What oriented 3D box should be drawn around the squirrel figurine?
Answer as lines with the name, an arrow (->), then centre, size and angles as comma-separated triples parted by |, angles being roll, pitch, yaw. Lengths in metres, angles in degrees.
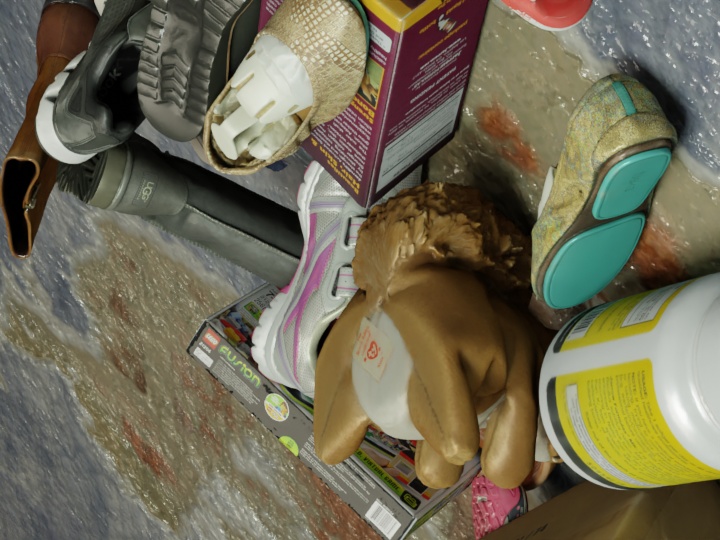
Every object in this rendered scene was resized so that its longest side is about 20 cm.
squirrel figurine -> 0.080, 0.037, 1.562 | 0.141, 0.186, 0.201 | -17, 73, 50

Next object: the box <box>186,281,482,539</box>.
box -> -0.015, 0.093, 1.739 | 0.200, 0.110, 0.035 | 42, 126, 11

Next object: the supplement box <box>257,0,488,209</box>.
supplement box -> 0.005, -0.146, 1.514 | 0.110, 0.086, 0.200 | 43, 154, 18

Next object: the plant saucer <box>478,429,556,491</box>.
plant saucer -> 0.070, 0.063, 1.744 | 0.200, 0.037, 0.201 | 41, 154, 25

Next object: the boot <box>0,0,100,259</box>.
boot -> -0.222, -0.090, 1.871 | 0.068, 0.201, 0.189 | 11, 142, -4

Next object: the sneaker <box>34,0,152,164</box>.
sneaker -> -0.137, -0.159, 1.635 | 0.066, 0.201, 0.090 | 34, 163, -30

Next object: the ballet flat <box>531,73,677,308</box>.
ballet flat -> 0.135, -0.049, 1.457 | 0.071, 0.071, 0.200 | 45, 156, 14

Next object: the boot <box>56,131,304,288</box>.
boot -> -0.105, -0.047, 1.752 | 0.199, 0.073, 0.182 | 17, -164, -21

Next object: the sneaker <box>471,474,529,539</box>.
sneaker -> 0.125, 0.204, 1.776 | 0.200, 0.074, 0.081 | 66, -167, -51

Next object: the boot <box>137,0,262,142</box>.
boot -> -0.067, -0.191, 1.567 | 0.077, 0.138, 0.200 | 37, 132, 15

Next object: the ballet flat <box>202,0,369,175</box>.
ballet flat -> -0.049, -0.103, 1.482 | 0.071, 0.065, 0.200 | 49, 155, 7

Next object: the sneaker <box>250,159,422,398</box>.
sneaker -> 0.000, 0.000, 1.643 | 0.088, 0.081, 0.201 | 41, 119, 52

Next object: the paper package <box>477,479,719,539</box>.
paper package -> 0.133, 0.215, 1.579 | 0.200, 0.191, 0.104 | -32, 96, 29

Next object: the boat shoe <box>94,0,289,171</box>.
boat shoe -> -0.104, -0.152, 1.728 | 0.093, 0.075, 0.200 | 10, 142, 51

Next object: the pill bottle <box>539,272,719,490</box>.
pill bottle -> 0.194, 0.063, 1.431 | 0.115, 0.114, 0.200 | 55, 156, -7

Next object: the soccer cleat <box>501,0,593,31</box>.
soccer cleat -> 0.058, -0.209, 1.368 | 0.200, 0.069, 0.085 | 52, 165, 8
